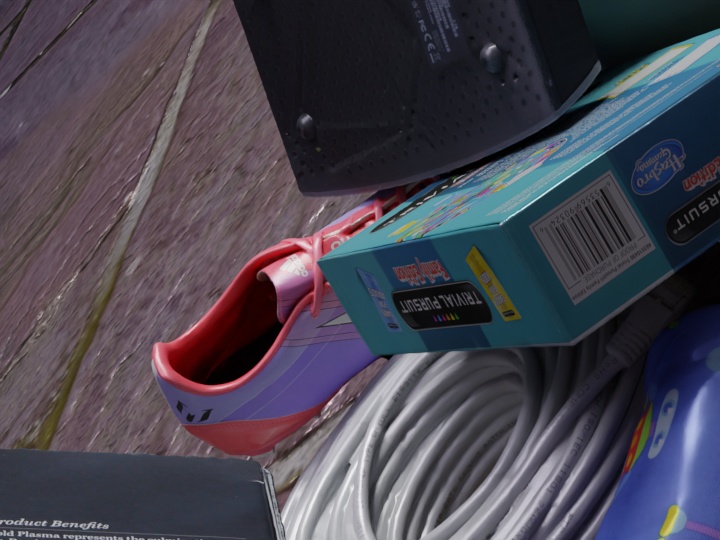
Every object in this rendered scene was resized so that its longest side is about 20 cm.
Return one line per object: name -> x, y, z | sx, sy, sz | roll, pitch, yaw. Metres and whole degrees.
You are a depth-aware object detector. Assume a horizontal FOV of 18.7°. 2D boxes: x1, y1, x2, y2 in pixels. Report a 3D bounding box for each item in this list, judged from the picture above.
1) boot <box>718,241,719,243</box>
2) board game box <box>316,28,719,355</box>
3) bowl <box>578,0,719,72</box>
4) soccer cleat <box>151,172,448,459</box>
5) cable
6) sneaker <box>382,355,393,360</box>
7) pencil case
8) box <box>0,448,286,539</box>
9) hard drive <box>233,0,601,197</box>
boot -> 0.191, -0.019, 0.703 | 0.096, 0.073, 0.200 | -66, 26, 7
board game box -> 0.083, -0.030, 0.780 | 0.150, 0.047, 0.200 | -34, 7, -16
bowl -> 0.082, -0.167, 0.903 | 0.104, 0.203, 0.201 | -11, 16, -9
soccer cleat -> 0.000, 0.000, 0.918 | 0.200, 0.077, 0.067 | -40, 54, 2
cable -> 0.048, 0.085, 0.838 | 0.201, 0.069, 0.200 | -56, 21, -14
sneaker -> 0.075, -0.012, 0.988 | 0.198, 0.083, 0.072 | -21, 57, 14
pencil case -> 0.100, 0.106, 0.683 | 0.087, 0.078, 0.201 | -30, 30, 54
box -> -0.089, 0.195, 0.771 | 0.197, 0.123, 0.202 | -108, 23, -70
hard drive -> 0.016, -0.105, 0.870 | 0.042, 0.136, 0.199 | -21, 4, -30
